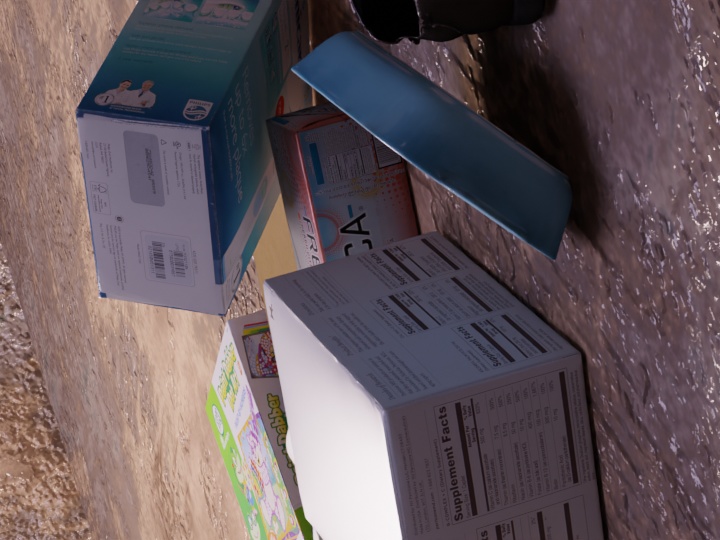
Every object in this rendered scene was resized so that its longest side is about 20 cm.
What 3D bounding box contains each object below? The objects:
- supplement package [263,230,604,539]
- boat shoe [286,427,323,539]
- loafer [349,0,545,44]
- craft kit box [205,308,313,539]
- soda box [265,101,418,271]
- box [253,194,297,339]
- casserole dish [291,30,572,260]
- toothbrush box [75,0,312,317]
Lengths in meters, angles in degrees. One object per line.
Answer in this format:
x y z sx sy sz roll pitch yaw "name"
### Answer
0.038 0.092 1.307 0.200 0.111 0.156 -135 33 -63 "supplement package"
0.000 0.153 1.606 0.200 0.070 0.064 80 167 -50 "boat shoe"
0.024 -0.147 1.190 0.200 0.071 0.073 -166 62 -73 "loafer"
-0.064 0.156 1.883 0.200 0.048 0.198 109 145 -65 "craft kit box"
0.000 0.000 1.446 0.068 0.063 0.201 -152 49 -70 "soda box"
-0.041 0.024 1.700 0.163 0.021 0.201 -152 48 -70 "box"
0.038 -0.068 1.185 0.121 0.039 0.200 33 -174 -26 "casserole dish"
-0.095 -0.094 1.470 0.200 0.085 0.147 -69 -17 -47 "toothbrush box"
